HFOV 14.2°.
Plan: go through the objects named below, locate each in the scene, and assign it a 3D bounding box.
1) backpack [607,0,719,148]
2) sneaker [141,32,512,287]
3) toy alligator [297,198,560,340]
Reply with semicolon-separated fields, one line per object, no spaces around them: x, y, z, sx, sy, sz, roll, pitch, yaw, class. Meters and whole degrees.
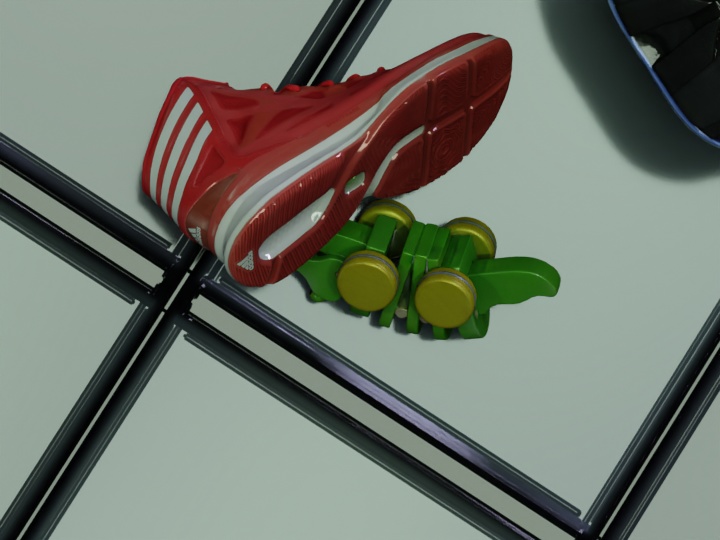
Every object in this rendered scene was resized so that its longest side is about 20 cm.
0.230;-0.154;1.414;0.199;0.147;0.184;-30;89;18;backpack
-0.025;-0.083;1.431;0.200;0.079;0.115;-33;56;-33;sneaker
0.000;0.000;1.445;0.199;0.059;0.054;12;126;7;toy alligator
